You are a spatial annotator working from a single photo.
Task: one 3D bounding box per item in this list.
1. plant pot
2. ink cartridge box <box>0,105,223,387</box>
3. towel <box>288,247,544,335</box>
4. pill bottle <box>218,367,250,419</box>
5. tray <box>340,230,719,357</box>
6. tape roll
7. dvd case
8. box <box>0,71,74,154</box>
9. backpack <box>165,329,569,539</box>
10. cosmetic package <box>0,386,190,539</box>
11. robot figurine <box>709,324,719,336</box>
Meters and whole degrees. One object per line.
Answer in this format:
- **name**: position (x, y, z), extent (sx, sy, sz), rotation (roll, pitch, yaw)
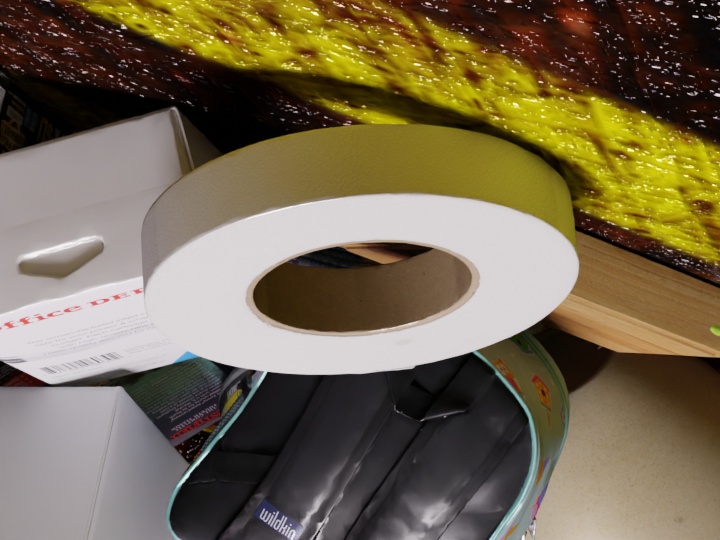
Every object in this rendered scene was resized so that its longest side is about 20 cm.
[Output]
- **plant pot**: position (0.143, 0.109, 1.329), extent (0.200, 0.200, 0.135), rotation (3, 130, 54)
- **ink cartridge box**: position (-0.128, -0.005, 1.157), extent (0.146, 0.086, 0.200), rotation (-14, 165, 7)
- **towel**: position (0.000, 0.000, 1.337), extent (0.200, 0.024, 0.147), rotation (11, 173, 35)
- **pill bottle**: position (-0.018, 0.150, 1.356), extent (0.112, 0.200, 0.112), rotation (-10, 149, -6)
- **tray**: position (0.093, 0.001, 1.145), extent (0.200, 0.037, 0.099), rotation (21, 169, -29)
- **tape roll**: position (0.000, -0.005, 1.007), extent (0.202, 0.037, 0.203), rotation (-5, 156, -2)
- **dvd case**: position (-0.169, 0.072, 1.362), extent (0.146, 0.022, 0.200), rotation (-32, 145, 10)
- **box**: position (-0.266, -0.090, 1.153), extent (0.200, 0.049, 0.160), rotation (13, 173, 14)
- **backpack**: position (0.019, 0.099, 1.208), extent (0.176, 0.200, 0.153), rotation (36, -153, 14)
- **cosmetic package**: position (-0.201, 0.161, 1.298), extent (0.200, 0.123, 0.199), rotation (0, 151, 20)
- **robot figurine**: position (0.256, 0.063, 0.989), extent (0.200, 0.116, 0.175), rotation (19, -178, -20)
